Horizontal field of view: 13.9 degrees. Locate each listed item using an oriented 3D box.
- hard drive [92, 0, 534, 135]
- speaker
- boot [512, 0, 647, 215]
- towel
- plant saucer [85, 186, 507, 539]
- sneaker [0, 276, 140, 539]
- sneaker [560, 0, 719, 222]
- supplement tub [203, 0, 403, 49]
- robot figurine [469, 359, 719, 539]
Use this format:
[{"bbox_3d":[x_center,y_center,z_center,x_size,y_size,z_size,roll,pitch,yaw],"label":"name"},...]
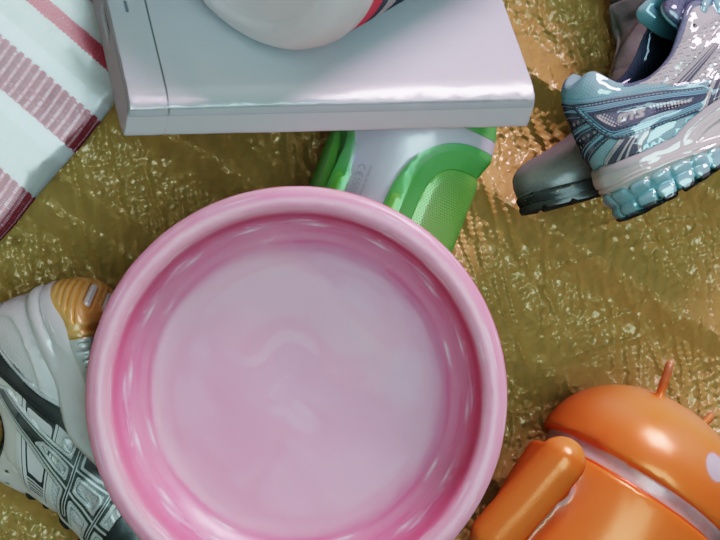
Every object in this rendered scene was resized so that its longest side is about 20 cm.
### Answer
[{"bbox_3d":[-0.027,-0.121,1.434,0.199,0.132,0.027,-2,138,-16],"label":"hard drive"},{"bbox_3d":[0.000,0.000,1.477,0.088,0.088,0.201,21,90,-13],"label":"speaker"},{"bbox_3d":[0.140,-0.121,1.515,0.200,0.068,0.131,-29,95,-16],"label":"boot"},{"bbox_3d":[-0.197,-0.104,1.460,0.144,0.023,0.200,40,86,-12],"label":"towel"},{"bbox_3d":[-0.030,0.059,1.407,0.200,0.051,0.201,0,95,2],"label":"plant saucer"},{"bbox_3d":[-0.136,0.098,1.473,0.087,0.076,0.200,-14,108,19],"label":"sneaker"},{"bbox_3d":[0.186,-0.111,1.454,0.200,0.078,0.086,-36,96,-17],"label":"sneaker"},{"bbox_3d":[0.011,-0.203,1.404,0.200,0.140,0.141,-33,101,-36],"label":"supplement tub"},{"bbox_3d":[0.118,0.142,1.493,0.144,0.117,0.200,35,81,-14],"label":"robot figurine"}]
